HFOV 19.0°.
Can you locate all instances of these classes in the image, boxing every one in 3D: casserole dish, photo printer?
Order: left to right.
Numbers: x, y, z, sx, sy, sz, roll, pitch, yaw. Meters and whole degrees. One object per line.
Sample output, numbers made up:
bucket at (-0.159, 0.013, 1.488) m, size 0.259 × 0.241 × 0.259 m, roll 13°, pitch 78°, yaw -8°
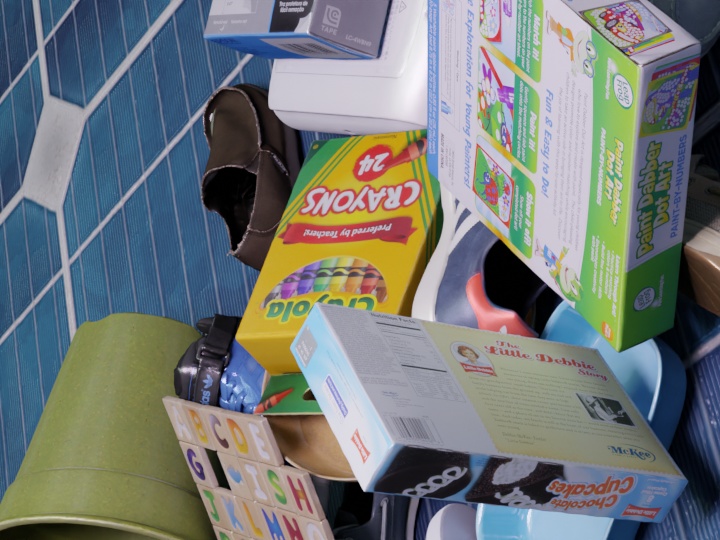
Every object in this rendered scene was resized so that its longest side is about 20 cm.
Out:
photo printer at (0.023, -0.175, 1.514) m, size 0.200 × 0.069 × 0.166 m, roll 9°, pitch 86°, yaw 57°
casserole dish at (0.134, 0.110, 1.281) m, size 0.121 × 0.039 × 0.200 m, roll 35°, pitch 108°, yaw 55°

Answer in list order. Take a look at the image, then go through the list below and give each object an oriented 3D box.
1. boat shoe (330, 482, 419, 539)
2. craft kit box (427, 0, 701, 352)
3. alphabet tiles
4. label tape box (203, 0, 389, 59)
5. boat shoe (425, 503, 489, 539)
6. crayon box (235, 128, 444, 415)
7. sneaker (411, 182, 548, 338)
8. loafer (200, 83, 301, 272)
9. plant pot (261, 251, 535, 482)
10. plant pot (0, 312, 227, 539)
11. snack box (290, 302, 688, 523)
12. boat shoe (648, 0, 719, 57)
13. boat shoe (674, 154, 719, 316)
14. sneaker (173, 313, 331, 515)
boat shoe at (0.000, 0.169, 1.442) m, size 0.073 × 0.062 × 0.200 m, roll 16°, pitch 93°, yaw 57°
craft kit box at (0.106, -0.088, 1.196) m, size 0.198 × 0.049 × 0.200 m, roll 50°, pitch 152°, yaw 41°
alphabet tiles at (-0.064, 0.169, 1.442) m, size 0.200 × 0.008 × 0.167 m, roll 5°, pitch 117°, yaw 63°
label tape box at (-0.029, -0.249, 1.496) m, size 0.143 × 0.066 × 0.200 m, roll 8°, pitch 86°, yaw 56°
boat shoe at (0.072, 0.237, 1.304) m, size 0.057 × 0.069 × 0.200 m, roll -43°, pitch 48°, yaw 34°
crayon box at (0.000, 0.000, 1.409) m, size 0.127 × 0.051 × 0.200 m, roll -4°, pitch 52°, yaw 34°
sneaker at (0.096, -0.032, 1.353) m, size 0.084 × 0.075 × 0.200 m, roll -11°, pitch 57°, yaw 36°
loafer at (-0.087, -0.076, 1.645) m, size 0.073 × 0.071 × 0.200 m, roll -56°, pitch 39°, yaw 30°
plant pot at (0.028, 0.057, 1.396) m, size 0.200 × 0.027 × 0.200 m, roll -21°, pitch 44°, yaw 21°
plant pot at (-0.173, 0.140, 1.625) m, size 0.200 × 0.200 × 0.190 m, roll -29°, pitch 45°, yaw 49°
snack box at (0.071, 0.078, 1.169) m, size 0.037 × 0.200 × 0.116 m, roll -61°, pitch 37°, yaw 27°
boat shoe at (0.214, -0.215, 1.237) m, size 0.072 × 0.070 × 0.201 m, roll 20°, pitch 94°, yaw 61°
boat shoe at (0.182, -0.032, 1.239) m, size 0.065 × 0.072 × 0.200 m, roll -40°, pitch 31°, yaw -10°
sneaker at (-0.075, 0.101, 1.487) m, size 0.200 × 0.111 × 0.077 m, roll -94°, pitch 12°, yaw -50°
